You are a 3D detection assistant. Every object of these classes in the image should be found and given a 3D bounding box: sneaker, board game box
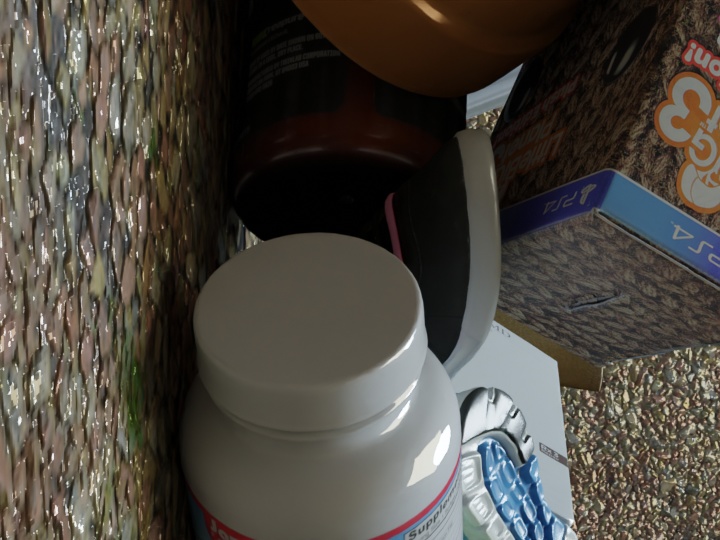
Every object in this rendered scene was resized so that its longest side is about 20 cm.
[{"bbox_3d":[-0.005,0.010,0.668,0.201,0.098,0.071,112,-23,-57],"label":"sneaker"},{"bbox_3d":[0.055,0.136,0.815,0.075,0.086,0.202,-46,127,-39],"label":"sneaker"},{"bbox_3d":[0.137,-0.075,0.688,0.202,0.096,0.159,-65,-165,-16],"label":"board game box"}]

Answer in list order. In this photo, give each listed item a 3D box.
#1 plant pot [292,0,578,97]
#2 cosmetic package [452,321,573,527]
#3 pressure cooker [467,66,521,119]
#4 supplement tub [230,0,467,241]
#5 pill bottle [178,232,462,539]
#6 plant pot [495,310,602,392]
[{"bbox_3d":[0.054,-0.192,0.653,0.199,0.139,0.202,24,54,-38],"label":"plant pot"},{"bbox_3d":[0.055,0.097,0.934,0.081,0.112,0.200,-55,-169,22],"label":"cosmetic package"},{"bbox_3d":[0.092,-0.203,1.044,0.176,0.198,0.180,67,3,-60],"label":"pressure cooker"},{"bbox_3d":[-0.001,-0.112,0.744,0.107,0.105,0.202,80,12,-61],"label":"supplement tub"},{"bbox_3d":[-0.013,0.089,0.627,0.109,0.107,0.202,-83,171,-49],"label":"pill bottle"},{"bbox_3d":[0.100,0.005,1.324,0.186,0.197,0.189,0,90,-84],"label":"plant pot"}]
